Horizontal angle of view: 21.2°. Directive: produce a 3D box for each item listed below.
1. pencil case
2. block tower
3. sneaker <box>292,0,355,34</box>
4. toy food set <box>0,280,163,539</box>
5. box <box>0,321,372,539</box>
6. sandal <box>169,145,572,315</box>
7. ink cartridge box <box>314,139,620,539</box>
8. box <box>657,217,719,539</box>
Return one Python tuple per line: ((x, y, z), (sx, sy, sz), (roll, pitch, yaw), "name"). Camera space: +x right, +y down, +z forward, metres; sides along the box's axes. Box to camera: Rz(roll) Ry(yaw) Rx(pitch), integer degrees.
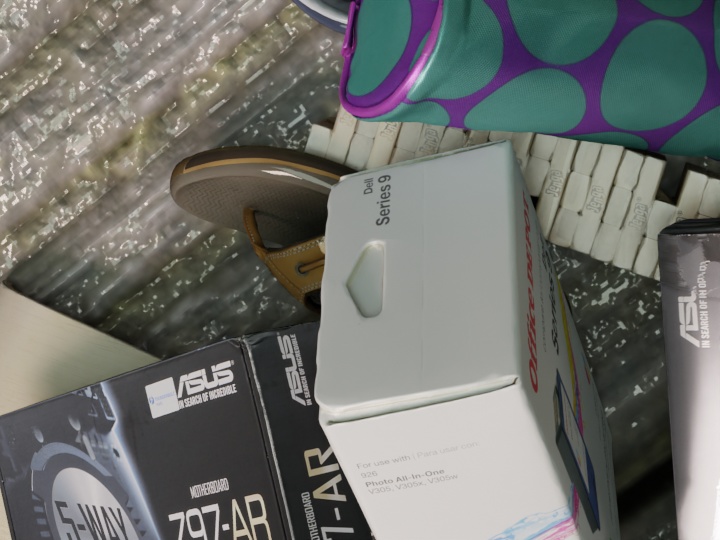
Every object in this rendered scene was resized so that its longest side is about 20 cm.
((0.090, -0.095, 0.815), (0.199, 0.092, 0.086), (5, 101, -28), "pencil case")
((0.077, -0.047, 0.893), (0.199, 0.054, 0.058), (18, 98, 6), "block tower")
((-0.030, -0.185, 0.865), (0.070, 0.108, 0.201), (-35, 90, 11), "sneaker")
((-0.118, 0.109, 0.942), (0.199, 0.060, 0.144), (23, 90, 9), "toy food set")
((-0.075, 0.121, 0.825), (0.199, 0.043, 0.161), (-18, 83, 46), "box")
((0.000, 0.000, 0.896), (0.199, 0.082, 0.055), (27, 65, -1), "sandal")
((0.052, 0.069, 0.819), (0.087, 0.146, 0.201), (-14, 130, 14), "ink cartridge box")
((0.209, 0.076, 0.790), (0.157, 0.050, 0.202), (0, 100, 26), "box")
